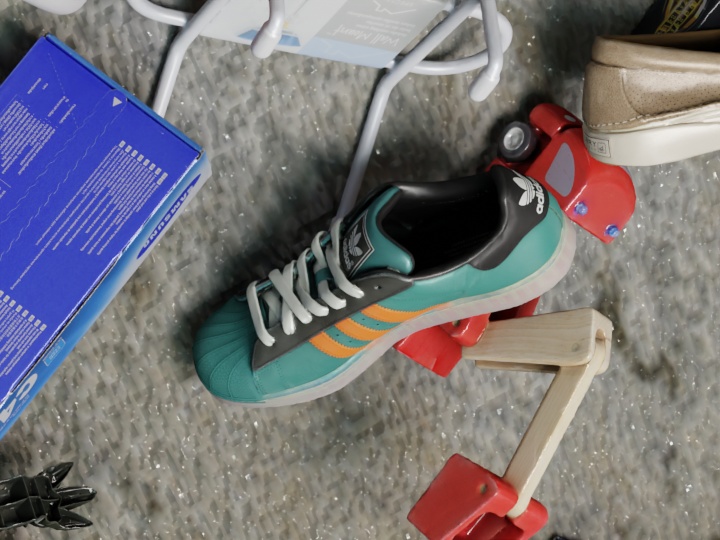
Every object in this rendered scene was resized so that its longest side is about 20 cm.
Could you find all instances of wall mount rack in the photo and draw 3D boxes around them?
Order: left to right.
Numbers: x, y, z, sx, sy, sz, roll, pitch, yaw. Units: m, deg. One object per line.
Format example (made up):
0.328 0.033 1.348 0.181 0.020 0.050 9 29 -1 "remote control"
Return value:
-0.028 -0.082 1.277 0.199 0.075 0.174 9 149 -27 "wall mount rack"

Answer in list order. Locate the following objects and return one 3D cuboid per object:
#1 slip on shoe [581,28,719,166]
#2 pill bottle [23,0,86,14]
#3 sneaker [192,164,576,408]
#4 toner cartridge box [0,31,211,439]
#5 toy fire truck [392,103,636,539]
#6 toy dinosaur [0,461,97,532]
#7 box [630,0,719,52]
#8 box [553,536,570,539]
0.201 -0.100 1.319 0.199 0.076 0.061 -10 109 -11 "slip on shoe"
-0.111 -0.218 1.139 0.112 0.112 0.200 31 100 -33 "pill bottle"
0.000 0.000 1.298 0.199 0.072 0.080 -24 147 12 "sneaker"
-0.165 0.001 1.214 0.095 0.043 0.200 37 81 9 "toner cartridge box"
0.077 0.030 1.333 0.200 0.141 0.049 -51 137 7 "toy fire truck"
-0.191 0.169 1.306 0.136 0.102 0.200 -32 166 37 "toy dinosaur"
0.270 -0.140 1.394 0.198 0.050 0.200 34 99 -33 "box"
0.175 0.250 1.460 0.148 0.200 0.105 21 106 -32 "box"
